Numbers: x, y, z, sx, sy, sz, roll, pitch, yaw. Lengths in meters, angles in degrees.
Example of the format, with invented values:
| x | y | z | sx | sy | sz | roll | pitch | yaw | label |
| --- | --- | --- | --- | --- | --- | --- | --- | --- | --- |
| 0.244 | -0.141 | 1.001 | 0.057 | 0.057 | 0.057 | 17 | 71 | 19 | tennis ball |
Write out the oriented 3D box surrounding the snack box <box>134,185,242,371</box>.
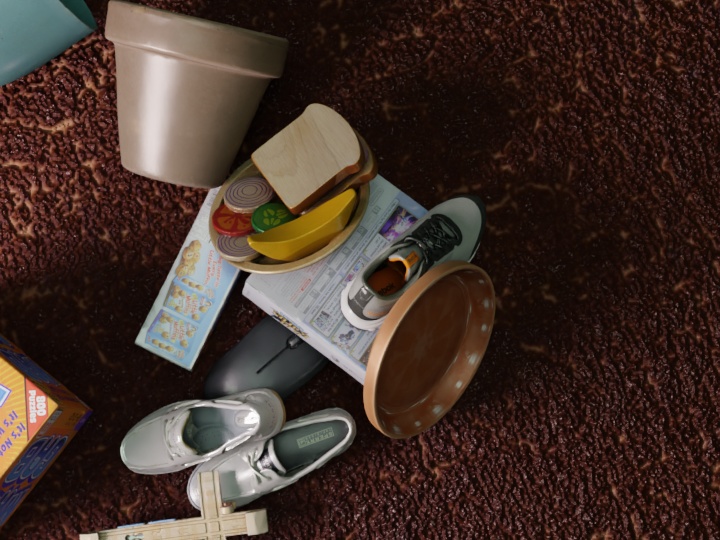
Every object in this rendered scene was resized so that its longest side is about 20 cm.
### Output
| x | y | z | sx | sy | sz | roll | pitch | yaw | label |
| --- | --- | --- | --- | --- | --- | --- | --- | --- | --- |
| -0.176 | 0.007 | 1.332 | 0.071 | 0.024 | 0.202 | 25 | 82 | 1 | snack box |

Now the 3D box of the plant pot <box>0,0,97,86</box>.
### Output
| x | y | z | sx | sy | sz | roll | pitch | yaw | label |
| --- | --- | --- | --- | --- | --- | --- | --- | --- | --- |
| -0.412 | -0.292 | 1.287 | 0.160 | 0.201 | 0.201 | -37 | 85 | 5 | plant pot |

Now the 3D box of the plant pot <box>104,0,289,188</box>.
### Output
| x | y | z | sx | sy | sz | roll | pitch | yaw | label |
| --- | --- | --- | --- | --- | --- | --- | --- | --- | --- |
| -0.191 | -0.187 | 1.292 | 0.198 | 0.200 | 0.177 | 14 | 99 | 0 | plant pot |

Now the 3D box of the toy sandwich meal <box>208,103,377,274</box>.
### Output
| x | y | z | sx | sy | sz | roll | pitch | yaw | label |
| --- | --- | --- | --- | --- | --- | --- | --- | --- | --- |
| -0.076 | -0.086 | 1.270 | 0.203 | 0.071 | 0.207 | -10 | 51 | 12 | toy sandwich meal |

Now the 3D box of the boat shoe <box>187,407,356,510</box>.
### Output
| x | y | z | sx | sy | sz | roll | pitch | yaw | label |
| --- | --- | --- | --- | --- | --- | --- | --- | --- | --- |
| -0.096 | 0.205 | 1.286 | 0.198 | 0.066 | 0.073 | -19 | 84 | -5 | boat shoe |

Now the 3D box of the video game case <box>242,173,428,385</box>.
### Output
| x | y | z | sx | sy | sz | roll | pitch | yaw | label |
| --- | --- | --- | --- | --- | --- | --- | --- | --- | --- |
| 0.000 | 0.000 | 1.308 | 0.181 | 0.046 | 0.201 | 36 | 67 | 4 | video game case |

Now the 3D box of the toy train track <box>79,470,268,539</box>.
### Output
| x | y | z | sx | sy | sz | roll | pitch | yaw | label |
| --- | --- | --- | --- | --- | --- | --- | --- | --- | --- |
| -0.196 | 0.276 | 1.247 | 0.198 | 0.033 | 0.116 | -8 | 89 | 0 | toy train track |

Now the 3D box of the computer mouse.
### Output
| x | y | z | sx | sy | sz | roll | pitch | yaw | label |
| --- | --- | --- | --- | --- | --- | --- | --- | --- | --- |
| -0.095 | 0.090 | 1.310 | 0.138 | 0.053 | 0.200 | 43 | 82 | 3 | computer mouse |

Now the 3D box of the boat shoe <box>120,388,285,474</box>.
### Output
| x | y | z | sx | sy | sz | roll | pitch | yaw | label |
| --- | --- | --- | --- | --- | --- | --- | --- | --- | --- |
| -0.180 | 0.170 | 1.260 | 0.198 | 0.069 | 0.072 | -21 | 84 | 19 | boat shoe |

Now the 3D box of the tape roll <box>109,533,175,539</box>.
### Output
| x | y | z | sx | sy | sz | roll | pitch | yaw | label |
| --- | --- | --- | --- | --- | --- | --- | --- | --- | --- |
| -0.232 | 0.382 | 1.271 | 0.200 | 0.037 | 0.205 | 0 | 82 | -2 | tape roll |

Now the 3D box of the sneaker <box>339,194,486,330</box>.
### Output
| x | y | z | sx | sy | sz | roll | pitch | yaw | label |
| --- | --- | --- | --- | --- | --- | --- | --- | --- | --- |
| 0.066 | -0.014 | 1.261 | 0.200 | 0.079 | 0.074 | -41 | 81 | -23 | sneaker |

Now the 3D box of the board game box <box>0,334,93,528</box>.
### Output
| x | y | z | sx | sy | sz | roll | pitch | yaw | label |
| --- | --- | --- | --- | --- | --- | --- | --- | --- | --- |
| -0.426 | 0.157 | 1.212 | 0.199 | 0.200 | 0.201 | 38 | 82 | 3 | board game box |

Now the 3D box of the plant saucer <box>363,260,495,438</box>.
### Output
| x | y | z | sx | sy | sz | roll | pitch | yaw | label |
| --- | --- | --- | --- | --- | --- | --- | --- | --- | --- |
| 0.070 | 0.082 | 1.258 | 0.032 | 0.200 | 0.201 | 27 | 80 | 34 | plant saucer |
